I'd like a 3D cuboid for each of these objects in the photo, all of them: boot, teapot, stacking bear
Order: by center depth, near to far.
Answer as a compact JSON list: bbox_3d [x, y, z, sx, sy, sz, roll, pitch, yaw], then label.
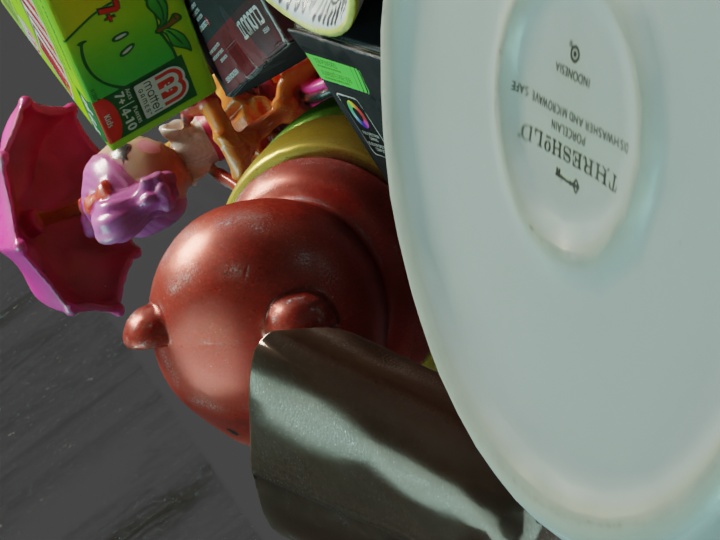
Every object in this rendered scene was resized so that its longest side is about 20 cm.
[{"bbox_3d":[0.100,-0.035,0.529,0.198,0.146,0.201,123,135,-53],"label":"teapot"},{"bbox_3d":[0.037,0.043,0.718,0.200,0.064,0.187,26,146,34],"label":"boot"},{"bbox_3d":[0.000,0.000,0.907,0.121,0.200,0.114,2,106,27],"label":"stacking bear"}]

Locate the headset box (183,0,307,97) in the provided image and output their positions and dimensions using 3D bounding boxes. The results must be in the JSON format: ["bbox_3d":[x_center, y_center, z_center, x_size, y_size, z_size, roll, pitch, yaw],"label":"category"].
[{"bbox_3d":[-0.046,-0.153,0.938,0.200,0.077,0.149,58,170,-2],"label":"headset box"}]

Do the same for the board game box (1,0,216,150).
[{"bbox_3d":[-0.117,-0.147,0.947,0.102,0.048,0.200,51,167,40],"label":"board game box"}]

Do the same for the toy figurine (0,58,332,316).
[{"bbox_3d":[-0.062,-0.051,1.098,0.150,0.184,0.200,56,169,-17],"label":"toy figurine"}]

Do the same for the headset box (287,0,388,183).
[{"bbox_3d":[0.085,-0.018,0.783,0.200,0.093,0.174,58,169,-22],"label":"headset box"}]

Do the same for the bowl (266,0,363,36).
[{"bbox_3d":[-0.027,-0.174,0.762,0.201,0.094,0.201,52,171,12],"label":"bowl"}]
